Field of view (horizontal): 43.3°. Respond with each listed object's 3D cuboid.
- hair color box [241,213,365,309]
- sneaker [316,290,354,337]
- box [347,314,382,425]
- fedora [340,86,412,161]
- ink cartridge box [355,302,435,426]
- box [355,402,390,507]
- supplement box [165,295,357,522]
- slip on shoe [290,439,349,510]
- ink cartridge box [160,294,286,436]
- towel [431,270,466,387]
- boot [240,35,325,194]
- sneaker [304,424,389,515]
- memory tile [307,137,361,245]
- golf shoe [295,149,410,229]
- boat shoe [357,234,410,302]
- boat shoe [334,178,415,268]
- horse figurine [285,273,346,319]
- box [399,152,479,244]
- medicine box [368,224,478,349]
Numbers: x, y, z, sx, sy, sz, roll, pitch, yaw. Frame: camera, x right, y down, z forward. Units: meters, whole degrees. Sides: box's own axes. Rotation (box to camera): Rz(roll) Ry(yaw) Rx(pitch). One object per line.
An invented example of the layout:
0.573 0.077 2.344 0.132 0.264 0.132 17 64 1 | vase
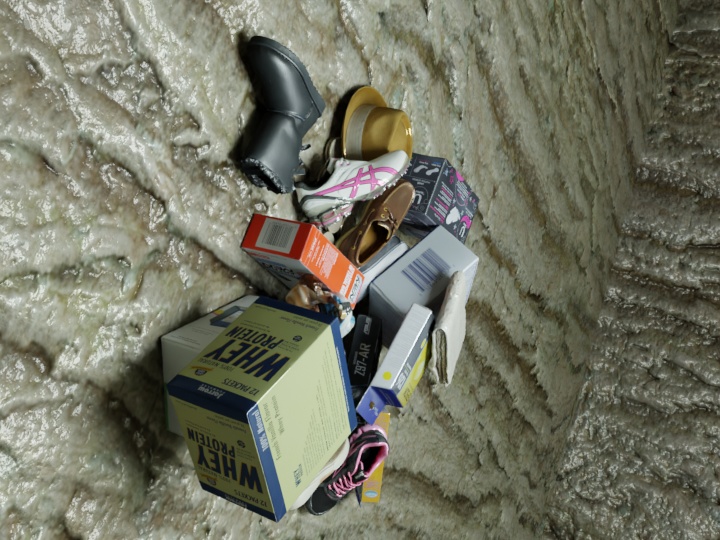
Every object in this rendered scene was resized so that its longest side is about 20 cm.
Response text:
-0.085 -0.011 1.412 0.200 0.110 0.064 43 63 -57 | hair color box
-0.043 0.074 1.438 0.086 0.200 0.075 -4 78 -23 | sneaker
0.004 0.181 1.618 0.200 0.043 0.161 84 17 -73 | box
0.038 -0.223 1.563 0.200 0.081 0.202 -7 97 -63 | fedora
0.070 0.172 1.545 0.201 0.047 0.198 -63 165 -11 | ink cartridge box
0.020 0.351 1.746 0.119 0.041 0.201 -125 -140 -78 | box
-0.123 0.180 1.210 0.200 0.134 0.201 -46 138 -41 | supplement box
-0.088 0.333 1.583 0.200 0.076 0.061 -41 113 -45 | slip on shoe
-0.187 0.137 1.306 0.200 0.087 0.146 -28 124 -53 | ink cartridge box
0.156 0.106 1.595 0.201 0.034 0.133 83 23 -52 | towel
-0.128 -0.215 1.306 0.163 0.073 0.198 -66 150 -16 | boot
-0.022 0.363 1.624 0.200 0.095 0.079 -47 107 -6 | sneaker
-0.042 -0.113 1.551 0.153 0.017 0.201 32 72 -60 | memory tile
-0.011 -0.150 1.461 0.199 0.073 0.092 -33 103 -15 | golf shoe
0.000 0.000 1.617 0.200 0.068 0.072 -40 163 -21 | boat shoe
0.036 -0.077 1.564 0.200 0.067 0.072 -50 120 -19 | boat shoe
-0.082 0.077 1.368 0.050 0.133 0.201 -14 133 -34 | horse figurine
0.122 -0.132 1.722 0.200 0.132 0.115 37 71 -58 | box
0.111 0.046 1.681 0.182 0.103 0.200 -40 160 -20 | medicine box
